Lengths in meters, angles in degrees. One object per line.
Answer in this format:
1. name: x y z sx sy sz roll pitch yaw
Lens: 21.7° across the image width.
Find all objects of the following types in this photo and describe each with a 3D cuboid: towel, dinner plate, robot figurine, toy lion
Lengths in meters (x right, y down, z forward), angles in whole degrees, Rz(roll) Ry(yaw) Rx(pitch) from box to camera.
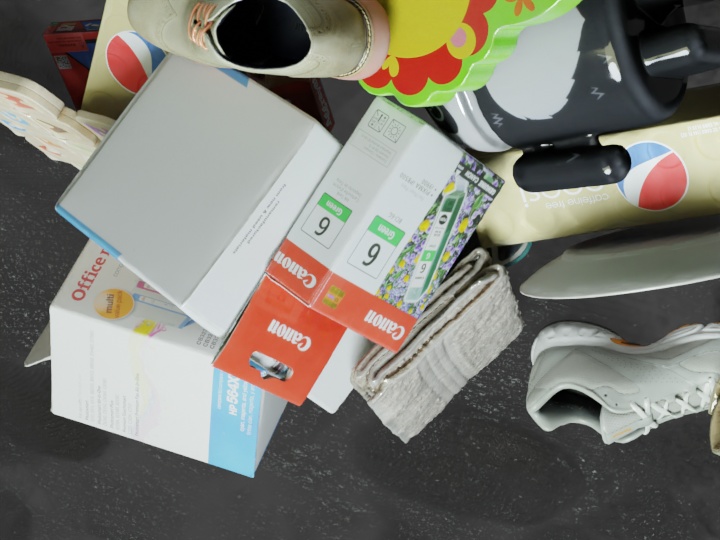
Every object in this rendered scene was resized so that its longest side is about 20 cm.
1. towel: 0.059 0.058 1.333 0.034 0.132 0.200 47 178 17
2. dinner plate: 0.200 -0.014 1.229 0.199 0.200 0.024 -8 96 29
3. robot figurine: 0.126 -0.142 1.168 0.199 0.151 0.125 -9 140 31
4. toy lion: 0.058 -0.191 1.111 0.199 0.068 0.193 11 103 36

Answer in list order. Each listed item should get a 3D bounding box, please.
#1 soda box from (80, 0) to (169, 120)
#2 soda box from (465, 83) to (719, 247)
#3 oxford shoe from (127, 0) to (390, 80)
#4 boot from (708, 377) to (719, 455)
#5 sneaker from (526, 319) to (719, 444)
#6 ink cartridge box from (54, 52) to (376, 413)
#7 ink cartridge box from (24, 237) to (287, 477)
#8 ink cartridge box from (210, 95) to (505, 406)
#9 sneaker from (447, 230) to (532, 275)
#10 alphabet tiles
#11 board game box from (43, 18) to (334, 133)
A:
1. soda box: -0.131 -0.182 1.270 0.067 0.064 0.201 25 130 5
2. soda box: 0.168 -0.070 1.244 0.199 0.064 0.068 -8 113 28
3. oxford shoe: -0.079 -0.157 1.151 0.199 0.074 0.071 10 102 37
4. boot: 0.319 0.124 1.336 0.154 0.072 0.201 -2 130 -12
5. sneaker: 0.215 0.093 1.378 0.199 0.092 0.076 -1 130 23
6. ink cartridge box: -0.068 -0.027 1.266 0.146 0.146 0.200 35 176 37
7. ink cartridge box: -0.152 0.049 1.469 0.199 0.129 0.126 16 135 7
8. ink cartridge box: 0.000 0.000 1.197 0.050 0.201 0.109 34 -178 37
9. sneaker: 0.044 -0.006 1.389 0.199 0.078 0.080 -18 149 32
10. alphabet tiles: -0.203 -0.091 1.362 0.195 0.015 0.200 17 167 41
11. board game box: -0.124 -0.138 1.359 0.199 0.020 0.103 -1 132 24
